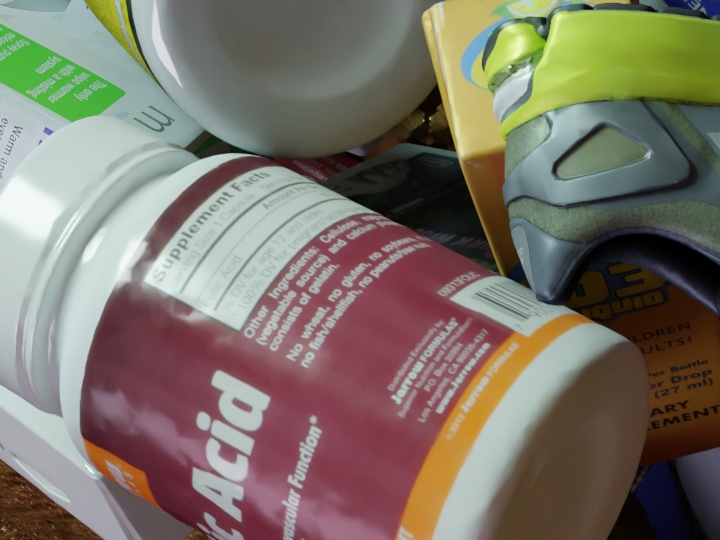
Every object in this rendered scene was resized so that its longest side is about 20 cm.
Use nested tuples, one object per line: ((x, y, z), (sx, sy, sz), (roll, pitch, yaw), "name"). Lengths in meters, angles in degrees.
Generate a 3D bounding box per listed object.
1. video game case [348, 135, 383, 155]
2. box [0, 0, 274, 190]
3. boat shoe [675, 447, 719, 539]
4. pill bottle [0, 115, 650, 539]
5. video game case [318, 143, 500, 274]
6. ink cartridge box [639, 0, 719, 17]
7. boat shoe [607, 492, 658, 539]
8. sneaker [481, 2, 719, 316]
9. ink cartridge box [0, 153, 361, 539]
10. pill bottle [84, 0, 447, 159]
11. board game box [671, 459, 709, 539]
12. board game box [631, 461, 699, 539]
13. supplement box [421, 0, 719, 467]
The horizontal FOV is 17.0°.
((-0.089, -0.147, 1.071), (0.182, 0.023, 0.200), (24, 154, 48), "video game case")
((-0.133, -0.069, 0.939), (0.176, 0.200, 0.097), (29, 116, 7), "box")
((0.179, 0.102, 0.972), (0.068, 0.057, 0.200), (31, 158, 40), "boat shoe")
((-0.021, 0.033, 0.751), (0.199, 0.114, 0.114), (26, 156, 25), "pill bottle")
((0.000, 0.000, 0.947), (0.200, 0.181, 0.023), (15, 127, 58), "video game case")
((0.079, -0.138, 0.679), (0.198, 0.047, 0.200), (44, 167, 1), "ink cartridge box")
((0.057, 0.089, 0.881), (0.072, 0.068, 0.200), (30, -159, -29), "boat shoe")
((0.131, -0.020, 0.651), (0.198, 0.082, 0.074), (3, 168, 4), "sneaker")
((-0.090, 0.018, 1.149), (0.144, 0.200, 0.085), (32, 159, 34), "ink cartridge box")
((-0.044, -0.117, 0.845), (0.113, 0.112, 0.200), (53, 177, -25), "pill bottle")
((0.120, 0.117, 1.126), (0.126, 0.035, 0.200), (28, 161, 2), "board game box")
((0.036, 0.110, 1.029), (0.199, 0.097, 0.160), (22, 157, 30), "board game box")
((0.077, -0.011, 0.785), (0.200, 0.066, 0.069), (64, -165, -51), "supplement box")
